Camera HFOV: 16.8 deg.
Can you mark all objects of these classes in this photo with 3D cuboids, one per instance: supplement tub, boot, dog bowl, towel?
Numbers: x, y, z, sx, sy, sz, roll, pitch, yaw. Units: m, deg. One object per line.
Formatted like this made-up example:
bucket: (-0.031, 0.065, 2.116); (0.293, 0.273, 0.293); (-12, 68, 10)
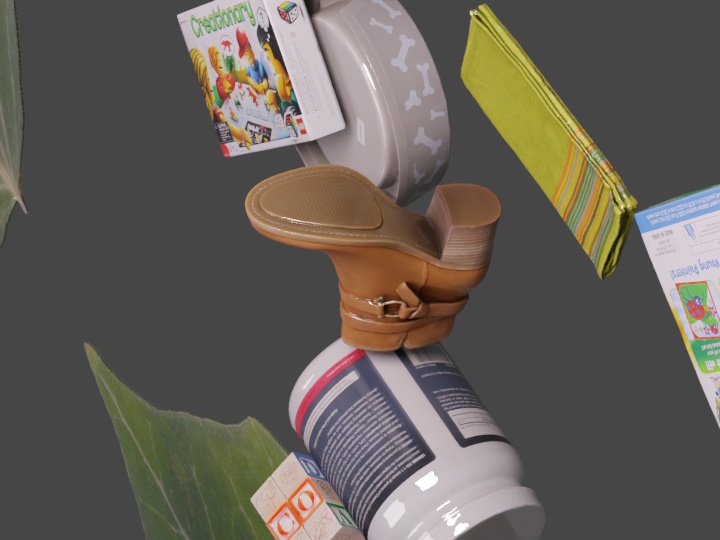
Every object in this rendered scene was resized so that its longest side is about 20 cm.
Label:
supplement tub: (0.045, 0.150, 1.946); (0.200, 0.140, 0.140); (56, 155, 29)
boot: (0.000, 0.000, 1.840); (0.155, 0.200, 0.074); (110, 161, -48)
dog bowl: (0.001, -0.136, 1.893); (0.200, 0.059, 0.200); (49, 152, 38)
towel: (0.127, -0.090, 1.703); (0.200, 0.018, 0.086); (56, 154, 27)

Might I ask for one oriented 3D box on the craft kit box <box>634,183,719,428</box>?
craft kit box: (0.262, 0.035, 1.477); (0.200, 0.048, 0.198); (-18, 91, 68)

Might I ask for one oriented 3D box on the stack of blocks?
stack of blocks: (0.012, 0.228, 2.035); (0.059, 0.200, 0.115); (-49, 53, 15)

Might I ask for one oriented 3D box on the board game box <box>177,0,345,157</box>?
board game box: (-0.081, -0.160, 1.937); (0.200, 0.035, 0.126); (-5, 105, 67)
